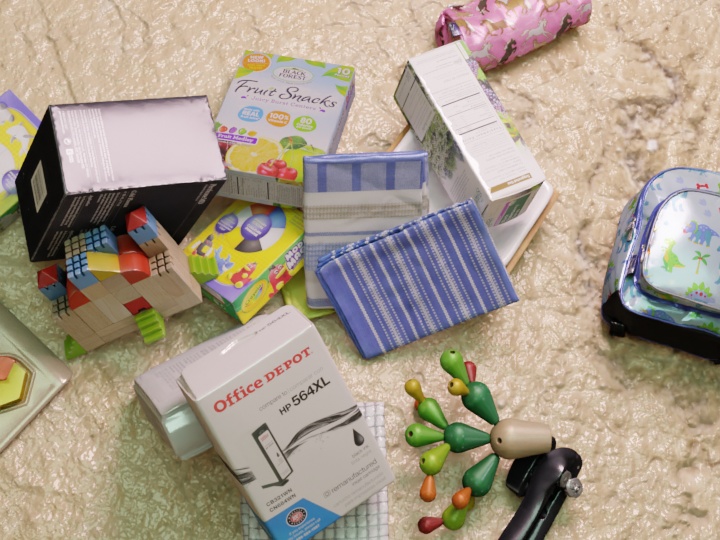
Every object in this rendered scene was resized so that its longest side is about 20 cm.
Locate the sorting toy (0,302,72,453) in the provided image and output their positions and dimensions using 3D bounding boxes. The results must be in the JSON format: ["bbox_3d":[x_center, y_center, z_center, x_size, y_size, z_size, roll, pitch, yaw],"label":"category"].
[{"bbox_3d":[-0.451,0.124,1.632,0.185,0.037,0.200,41,72,7],"label":"sorting toy"}]

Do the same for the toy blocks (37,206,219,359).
[{"bbox_3d":[-0.272,0.008,1.609,0.198,0.137,0.101,-23,52,11],"label":"toy blocks"}]

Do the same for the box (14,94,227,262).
[{"bbox_3d":[-0.268,-0.099,1.619,0.180,0.200,0.105,-6,72,-27],"label":"box"}]

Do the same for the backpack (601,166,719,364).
[{"bbox_3d":[0.391,-0.019,1.720,0.181,0.147,0.202,15,68,-4],"label":"backpack"}]

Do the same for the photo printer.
[{"bbox_3d":[-0.138,0.118,1.607,0.198,0.166,0.070,-27,109,-15],"label":"photo printer"}]

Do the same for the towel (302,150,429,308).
[{"bbox_3d":[0.007,-0.044,1.656,0.145,0.202,0.024,-4,33,-4],"label":"towel"}]

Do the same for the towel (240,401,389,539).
[{"bbox_3d":[-0.050,0.248,1.614,0.163,0.086,0.203,-3,69,-1],"label":"towel"}]

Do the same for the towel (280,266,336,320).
[{"bbox_3d":[0.000,0.000,1.737,0.198,0.018,0.087,-16,70,-11],"label":"towel"}]

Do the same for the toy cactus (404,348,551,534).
[{"bbox_3d":[0.130,0.192,1.646,0.163,0.102,0.203,1,79,-3],"label":"toy cactus"}]

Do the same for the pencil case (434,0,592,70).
[{"bbox_3d":[0.192,-0.315,1.828,0.198,0.087,0.083,-24,45,-14],"label":"pencil case"}]

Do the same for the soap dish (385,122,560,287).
[{"bbox_3d":[0.114,-0.084,1.732,0.199,0.081,0.158,33,61,5],"label":"soap dish"}]

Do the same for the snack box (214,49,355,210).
[{"bbox_3d":[-0.095,-0.166,1.714,0.140,0.053,0.201,11,50,8],"label":"snack box"}]

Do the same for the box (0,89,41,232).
[{"bbox_3d":[-0.443,-0.103,1.702,0.117,0.048,0.200,43,74,8],"label":"box"}]

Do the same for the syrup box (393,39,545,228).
[{"bbox_3d":[0.122,-0.153,1.677,0.081,0.079,0.201,-22,70,-23],"label":"syrup box"}]

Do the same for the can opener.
[{"bbox_3d":[0.190,0.283,1.651,0.063,0.078,0.202,39,71,-34],"label":"can opener"}]

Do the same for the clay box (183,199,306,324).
[{"bbox_3d":[-0.107,-0.043,1.696,0.114,0.048,0.200,31,69,37],"label":"clay box"}]

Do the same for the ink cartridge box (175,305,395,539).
[{"bbox_3d":[-0.076,0.161,1.503,0.145,0.084,0.201,-32,112,-10],"label":"ink cartridge box"}]

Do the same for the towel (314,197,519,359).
[{"bbox_3d":[0.063,0.014,1.657,0.198,0.024,0.146,-22,117,13],"label":"towel"}]
